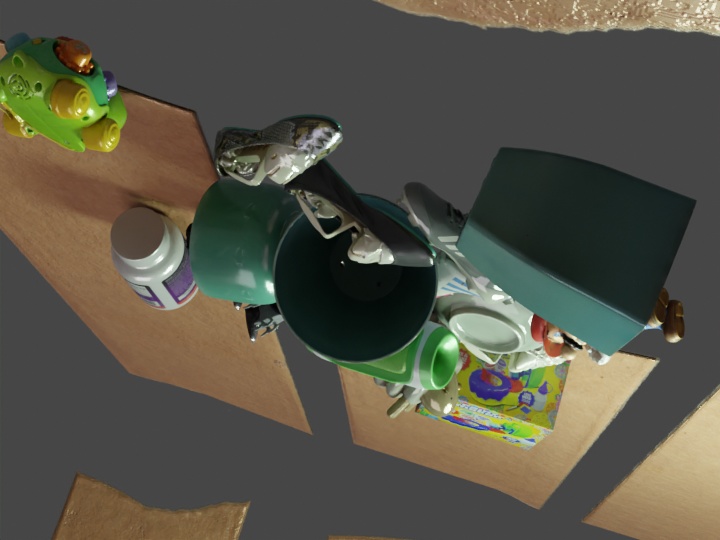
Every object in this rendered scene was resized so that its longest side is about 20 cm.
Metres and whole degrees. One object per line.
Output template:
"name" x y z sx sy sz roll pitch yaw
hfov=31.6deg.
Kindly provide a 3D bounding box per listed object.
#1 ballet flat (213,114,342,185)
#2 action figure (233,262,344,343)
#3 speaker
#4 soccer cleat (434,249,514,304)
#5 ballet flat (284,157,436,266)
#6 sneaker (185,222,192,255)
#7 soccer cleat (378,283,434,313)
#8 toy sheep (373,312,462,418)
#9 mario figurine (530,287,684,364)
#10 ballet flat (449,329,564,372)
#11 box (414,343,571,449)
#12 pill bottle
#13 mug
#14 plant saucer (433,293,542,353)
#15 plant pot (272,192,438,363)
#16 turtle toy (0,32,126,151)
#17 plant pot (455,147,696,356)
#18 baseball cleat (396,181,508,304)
"ballet flat" -0.097 -0.128 1.422 0.199 0.073 0.072 0 156 47
"action figure" -0.070 0.025 1.725 0.198 0.070 0.131 -19 129 13
"speaker" 0.024 0.092 1.640 0.198 0.089 0.088 14 164 31
"soccer cleat" 0.117 -0.007 1.606 0.198 0.070 0.087 2 141 39
"ballet flat" -0.007 -0.053 1.453 0.199 0.073 0.073 40 164 4
"sneaker" -0.156 -0.035 1.777 0.198 0.072 0.080 -3 130 20
"soccer cleat" 0.020 0.031 1.800 0.198 0.068 0.081 22 152 9
"toy sheep" 0.064 0.112 1.733 0.201 0.137 0.138 52 168 12
"mario figurine" 0.298 0.079 1.583 0.199 0.106 0.124 -9 115 43
"ballet flat" 0.212 0.112 1.867 0.198 0.073 0.072 23 163 -16
"box" 0.204 0.180 1.997 0.198 0.123 0.193 18 163 2
"pill bottle" -0.312 -0.021 1.924 0.110 0.113 0.200 15 163 10
"mug" -0.124 -0.045 1.617 0.113 0.186 0.153 8 137 22
"plant saucer" 0.175 0.065 1.720 0.198 0.051 0.201 17 153 9
"plant pot" 0.000 0.000 1.565 0.198 0.202 0.135 17 -170 3
"turtle toy" -0.324 -0.193 1.396 0.144 0.102 0.200 12 163 20
"plant pot" 0.206 -0.032 1.289 0.198 0.142 0.141 25 164 2
"baseball cleat" 0.133 -0.046 1.467 0.106 0.070 0.200 -28 128 23
